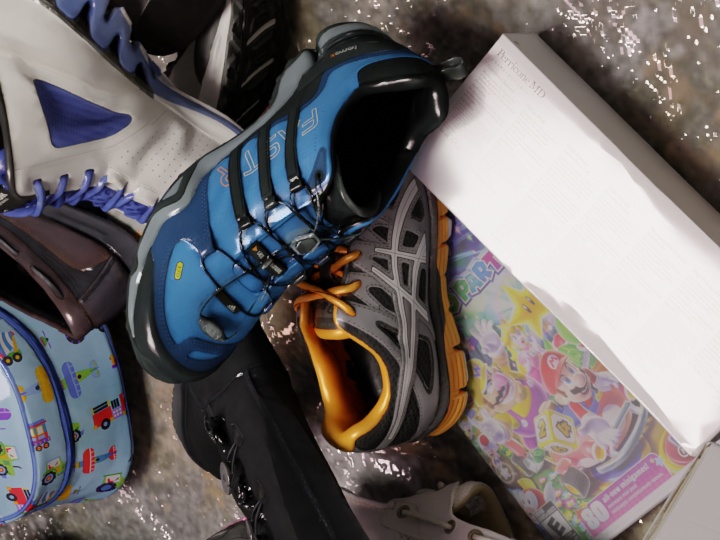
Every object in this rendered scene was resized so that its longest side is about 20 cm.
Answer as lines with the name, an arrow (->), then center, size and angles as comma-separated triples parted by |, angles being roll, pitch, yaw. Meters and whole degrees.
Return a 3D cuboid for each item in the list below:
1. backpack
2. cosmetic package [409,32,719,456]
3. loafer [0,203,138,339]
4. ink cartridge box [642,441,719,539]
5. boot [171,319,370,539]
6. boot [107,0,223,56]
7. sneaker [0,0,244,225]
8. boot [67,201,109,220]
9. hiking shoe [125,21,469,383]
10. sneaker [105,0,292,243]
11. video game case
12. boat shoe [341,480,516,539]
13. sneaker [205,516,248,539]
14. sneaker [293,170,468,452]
backpack -> -0.242, 0.079, 1.343 | 0.200, 0.134, 0.183 | 9, 116, 35
cosmetic package -> 0.119, -0.015, 1.031 | 0.200, 0.051, 0.083 | 47, 114, 14
loafer -> -0.206, -0.009, 1.249 | 0.200, 0.063, 0.072 | 15, 143, 39
ink cartridge box -> 0.211, 0.176, 0.966 | 0.144, 0.084, 0.200 | 22, 159, 31
boot -> -0.037, 0.127, 1.157 | 0.200, 0.066, 0.165 | 58, 169, 36
boot -> -0.099, -0.234, 1.122 | 0.188, 0.068, 0.200 | -53, 53, 21
sneaker -> -0.133, -0.054, 1.068 | 0.199, 0.115, 0.081 | 46, 154, -18
boot -> -0.160, -0.098, 1.238 | 0.090, 0.073, 0.200 | 36, 138, 16
hiking shoe -> -0.036, -0.031, 1.023 | 0.074, 0.200, 0.087 | 37, 174, -30
sneaker -> -0.094, -0.084, 1.170 | 0.079, 0.074, 0.200 | 31, 128, 12
video game case -> 0.089, 0.039, 1.118 | 0.200, 0.018, 0.143 | 52, 134, 9
boat shoe -> 0.053, 0.146, 1.171 | 0.200, 0.071, 0.069 | 21, 84, 48
sneaker -> -0.053, 0.198, 1.248 | 0.200, 0.095, 0.079 | 13, 122, 54
sneaker -> 0.000, 0.000, 1.111 | 0.078, 0.077, 0.200 | -4, 105, 44
